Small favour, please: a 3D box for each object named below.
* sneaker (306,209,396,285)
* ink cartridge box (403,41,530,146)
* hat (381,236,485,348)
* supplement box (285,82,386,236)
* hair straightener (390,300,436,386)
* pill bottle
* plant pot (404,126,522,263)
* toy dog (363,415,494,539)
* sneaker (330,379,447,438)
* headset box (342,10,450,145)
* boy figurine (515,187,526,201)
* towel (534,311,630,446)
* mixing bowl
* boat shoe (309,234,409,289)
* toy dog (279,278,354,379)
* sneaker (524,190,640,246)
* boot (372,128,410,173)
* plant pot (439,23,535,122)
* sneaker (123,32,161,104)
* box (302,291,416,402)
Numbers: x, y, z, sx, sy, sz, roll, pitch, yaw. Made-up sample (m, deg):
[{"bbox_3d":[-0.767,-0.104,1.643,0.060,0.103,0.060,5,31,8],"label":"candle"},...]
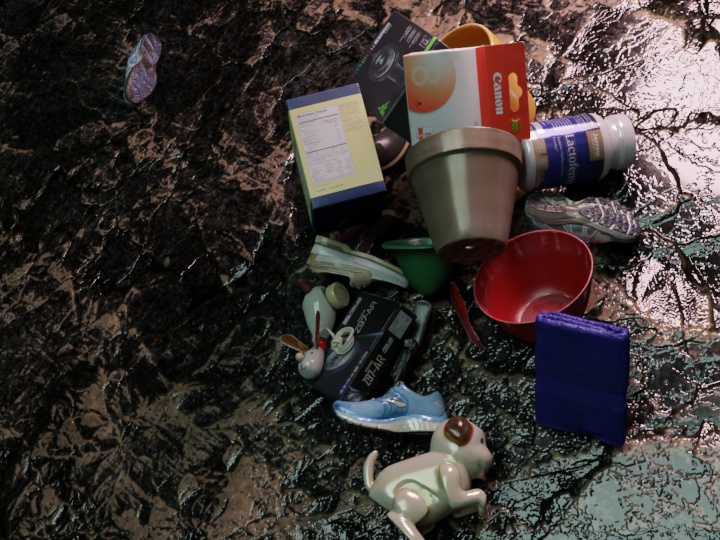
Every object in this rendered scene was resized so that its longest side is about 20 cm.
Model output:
[{"bbox_3d":[-0.005,-0.041,1.726,0.199,0.077,0.082,-34,85,-2],"label":"sneaker"},{"bbox_3d":[0.175,-0.283,1.473,0.197,0.050,0.165,-1,107,21],"label":"ink cartridge box"},{"bbox_3d":[0.124,0.037,1.595,0.163,0.200,0.179,-3,96,-1],"label":"hat"},{"bbox_3d":[-0.045,-0.194,1.609,0.132,0.200,0.203,-14,80,-5],"label":"supplement box"},{"bbox_3d":[0.077,0.142,1.556,0.040,0.077,0.202,19,73,24],"label":"hair straightener"},{"bbox_3d":[0.365,-0.208,1.542,0.197,0.116,0.117,-10,55,-5],"label":"pill bottle"},{"bbox_3d":[0.175,-0.113,1.476,0.197,0.200,0.176,-10,69,23],"label":"plant pot"},{"bbox_3d":[0.121,0.323,1.400,0.200,0.140,0.193,-44,55,-9],"label":"toy dog"},{"bbox_3d":[0.047,0.228,1.487,0.196,0.079,0.091,4,70,-8],"label":"sneaker"},{"bbox_3d":[0.082,-0.345,1.607,0.175,0.092,0.200,-53,38,12],"label":"headset box"},{"bbox_3d":[0.264,-0.167,1.639,0.198,0.065,0.125,-28,43,15],"label":"boy figurine"},{"bbox_3d":[0.334,0.159,1.344,0.146,0.203,0.050,11,33,30],"label":"towel"},{"bbox_3d":[0.295,0.043,1.460,0.197,0.109,0.202,-19,39,16],"label":"mixing bowl"},{"bbox_3d":[0.000,0.000,1.658,0.197,0.075,0.069,21,89,7],"label":"boat shoe"},{"bbox_3d":[-0.089,0.090,1.627,0.132,0.096,0.201,-42,27,19],"label":"toy dog"},{"bbox_3d":[0.376,-0.077,1.527,0.197,0.087,0.078,15,44,12],"label":"sneaker"},{"bbox_3d":[0.013,-0.252,1.777,0.200,0.138,0.077,-47,52,-4],"label":"boot"},{"bbox_3d":[0.222,-0.318,1.653,0.199,0.182,0.203,-29,47,36],"label":"plant pot"},{"bbox_3d":[-0.565,-0.509,2.294,0.076,0.075,0.203,-16,54,47],"label":"sneaker"},{"bbox_3d":[-0.003,0.140,1.582,0.201,0.043,0.160,-56,26,-9],"label":"box"}]
